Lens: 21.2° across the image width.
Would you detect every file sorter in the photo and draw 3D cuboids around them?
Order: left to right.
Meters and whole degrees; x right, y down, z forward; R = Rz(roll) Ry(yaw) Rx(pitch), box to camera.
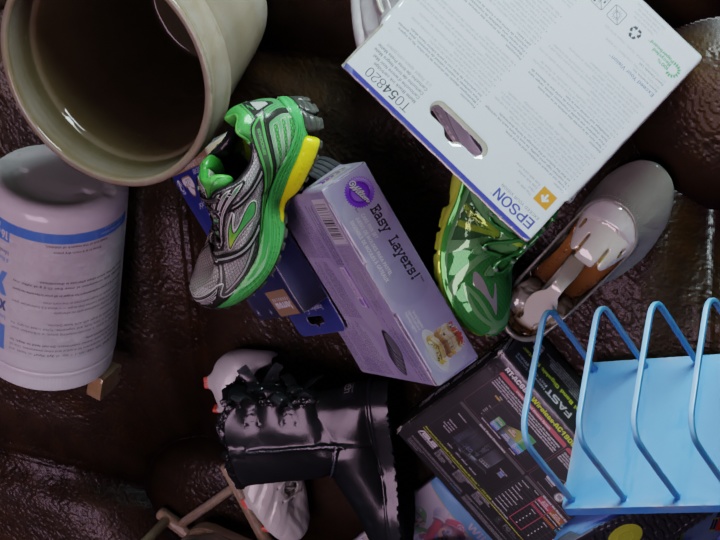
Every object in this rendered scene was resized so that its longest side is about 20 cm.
[{"bbox_3d":[0.243,0.103,1.518,0.199,0.139,0.123,-5,145,30],"label":"file sorter"}]

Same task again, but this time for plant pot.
[{"bbox_3d":[-0.167,-0.194,1.589,0.199,0.174,0.201,13,121,23],"label":"plant pot"}]

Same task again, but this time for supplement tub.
[{"bbox_3d":[-0.286,-0.004,1.791,0.132,0.132,0.200,21,124,18],"label":"supplement tub"}]

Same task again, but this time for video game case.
[{"bbox_3d":[0.066,0.289,1.830,0.143,0.018,0.200,46,128,0],"label":"video game case"}]

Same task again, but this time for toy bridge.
[{"bbox_3d":[-0.319,0.065,1.888,0.200,0.067,0.027,22,125,19],"label":"toy bridge"}]

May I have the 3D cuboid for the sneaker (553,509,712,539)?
[{"bbox_3d":[0.240,0.180,1.596,0.200,0.079,0.066,-33,131,8],"label":"sneaker"}]

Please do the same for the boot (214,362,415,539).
[{"bbox_3d":[-0.040,0.179,1.748,0.162,0.073,0.199,-4,114,13],"label":"boot"}]

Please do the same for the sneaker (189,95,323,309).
[{"bbox_3d":[-0.105,-0.057,1.569,0.078,0.085,0.200,50,129,45],"label":"sneaker"}]

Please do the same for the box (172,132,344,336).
[{"bbox_3d":[-0.093,-0.022,1.695,0.200,0.032,0.121,58,159,-8],"label":"box"}]

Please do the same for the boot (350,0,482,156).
[{"bbox_3d":[0.057,-0.157,1.531,0.096,0.073,0.201,-33,71,47],"label":"boot"}]

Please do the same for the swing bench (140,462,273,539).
[{"bbox_3d":[-0.146,0.332,1.859,0.200,0.199,0.130,50,129,-3],"label":"swing bench"}]

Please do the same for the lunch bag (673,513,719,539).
[{"bbox_3d":[0.254,0.263,1.624,0.094,0.151,0.200,42,129,1],"label":"lunch bag"}]

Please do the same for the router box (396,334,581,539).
[{"bbox_3d":[0.151,0.163,1.682,0.200,0.062,0.150,49,129,-3],"label":"router box"}]

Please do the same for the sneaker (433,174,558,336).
[{"bbox_3d":[0.112,-0.039,1.551,0.083,0.074,0.201,20,111,44],"label":"sneaker"}]

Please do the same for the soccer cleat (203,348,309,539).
[{"bbox_3d":[-0.083,0.167,1.816,0.077,0.069,0.200,-11,108,30],"label":"soccer cleat"}]

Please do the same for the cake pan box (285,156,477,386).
[{"bbox_3d":[0.000,0.000,1.624,0.200,0.052,0.184,59,162,-10],"label":"cake pan box"}]

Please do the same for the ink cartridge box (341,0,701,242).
[{"bbox_3d":[0.120,-0.155,1.456,0.200,0.200,0.041,44,173,1],"label":"ink cartridge box"}]

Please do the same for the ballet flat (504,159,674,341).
[{"bbox_3d":[0.183,-0.009,1.566,0.067,0.064,0.200,42,128,2],"label":"ballet flat"}]
